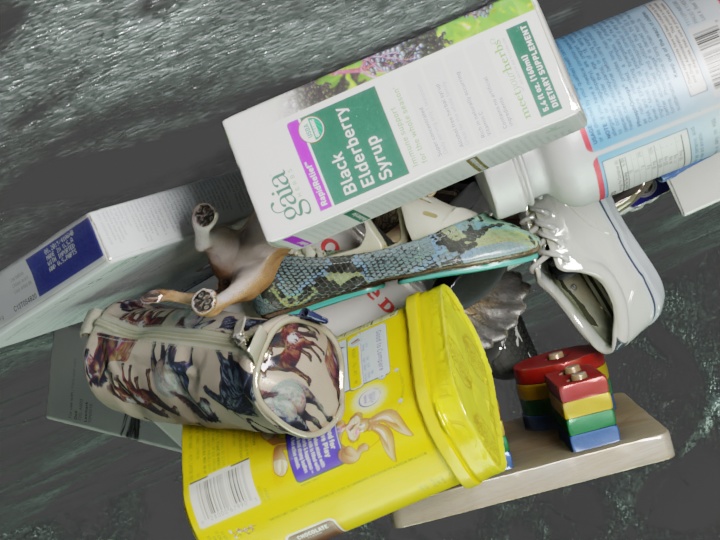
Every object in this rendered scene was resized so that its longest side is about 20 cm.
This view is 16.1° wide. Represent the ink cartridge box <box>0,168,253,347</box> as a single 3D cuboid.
[{"bbox_3d":[-0.151,-0.010,1.702,0.199,0.041,0.199,-16,171,-44],"label":"ink cartridge box"}]

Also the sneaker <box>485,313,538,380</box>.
[{"bbox_3d":[0.085,0.034,1.995,0.080,0.074,0.200,-23,-153,3],"label":"sneaker"}]

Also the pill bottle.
[{"bbox_3d":[0.166,-0.108,1.651,0.199,0.109,0.109,-21,173,-1],"label":"pill bottle"}]

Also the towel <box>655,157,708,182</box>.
[{"bbox_3d":[0.229,-0.115,1.791,0.146,0.024,0.200,-27,-160,-12],"label":"towel"}]

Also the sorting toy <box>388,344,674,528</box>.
[{"bbox_3d":[0.105,0.110,1.825,0.199,0.070,0.199,-15,-174,-2],"label":"sorting toy"}]

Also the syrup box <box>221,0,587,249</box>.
[{"bbox_3d":[0.027,-0.086,1.498,0.199,0.079,0.081,-22,174,7],"label":"syrup box"}]

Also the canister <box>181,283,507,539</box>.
[{"bbox_3d":[-0.015,0.107,1.673,0.199,0.087,0.149,-24,-146,13],"label":"canister"}]

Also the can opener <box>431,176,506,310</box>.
[{"bbox_3d":[0.106,-0.060,1.753,0.200,0.067,0.053,-48,-152,-11],"label":"can opener"}]

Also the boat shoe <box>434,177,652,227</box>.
[{"bbox_3d":[0.119,-0.066,1.891,0.199,0.074,0.075,-14,-149,14],"label":"boat shoe"}]

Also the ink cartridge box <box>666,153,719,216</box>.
[{"bbox_3d":[0.312,-0.129,1.906,0.199,0.085,0.146,-24,-168,11],"label":"ink cartridge box"}]

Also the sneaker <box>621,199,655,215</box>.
[{"bbox_3d":[0.172,-0.079,2.068,0.199,0.081,0.088,-22,166,11],"label":"sneaker"}]

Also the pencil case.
[{"bbox_3d":[-0.099,0.060,1.649,0.199,0.090,0.078,3,-133,47],"label":"pencil case"}]

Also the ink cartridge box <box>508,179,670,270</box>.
[{"bbox_3d":[0.130,-0.058,1.962,0.199,0.095,0.037,-25,141,3],"label":"ink cartridge box"}]

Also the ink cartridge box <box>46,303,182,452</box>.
[{"bbox_3d":[-0.128,0.088,2.012,0.199,0.085,0.146,12,-169,28],"label":"ink cartridge box"}]

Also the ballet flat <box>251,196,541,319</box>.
[{"bbox_3d":[0.018,-0.017,1.678,0.199,0.075,0.074,-14,175,10],"label":"ballet flat"}]

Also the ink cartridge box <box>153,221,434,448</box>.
[{"bbox_3d":[-0.040,0.060,1.783,0.200,0.146,0.083,-44,-168,11],"label":"ink cartridge box"}]

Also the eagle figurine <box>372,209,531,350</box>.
[{"bbox_3d":[0.001,-0.006,1.857,0.199,0.152,0.152,-12,152,32],"label":"eagle figurine"}]

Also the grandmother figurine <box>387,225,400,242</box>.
[{"bbox_3d":[-0.020,-0.017,2.009,0.200,0.060,0.122,-4,123,-58],"label":"grandmother figurine"}]

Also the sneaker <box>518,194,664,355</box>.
[{"bbox_3d":[0.145,-0.029,1.810,0.073,0.200,0.071,-27,-164,45],"label":"sneaker"}]

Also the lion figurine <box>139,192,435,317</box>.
[{"bbox_3d":[-0.046,-0.034,1.618,0.200,0.073,0.122,-35,168,5],"label":"lion figurine"}]
